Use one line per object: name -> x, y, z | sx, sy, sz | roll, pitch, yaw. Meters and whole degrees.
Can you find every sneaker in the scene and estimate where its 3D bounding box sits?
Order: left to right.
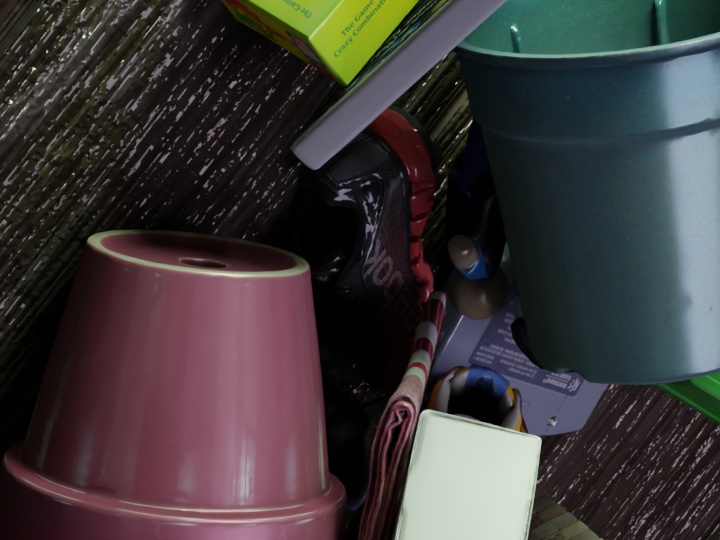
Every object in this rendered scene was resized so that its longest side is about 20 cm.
sneaker -> -0.033, 0.071, 1.614 | 0.074, 0.081, 0.200 | -41, 140, -17
sneaker -> 0.000, 0.000, 1.605 | 0.098, 0.071, 0.201 | -28, 133, -31
sneaker -> 0.075, 0.094, 1.636 | 0.200, 0.074, 0.091 | -70, 177, -69

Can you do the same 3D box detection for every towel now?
towel -> 0.019, 0.104, 1.529 | 0.200, 0.023, 0.145 | -69, 173, -71

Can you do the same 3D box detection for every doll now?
doll -> 0.077, -0.051, 1.623 | 0.137, 0.048, 0.201 | -72, 170, -51

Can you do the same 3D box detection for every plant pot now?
plant pot -> -0.100, 0.076, 1.475 | 0.199, 0.199, 0.180 | -3, 103, -45
plant pot -> 0.158, -0.052, 1.468 | 0.199, 0.200, 0.197 | -21, 111, -35

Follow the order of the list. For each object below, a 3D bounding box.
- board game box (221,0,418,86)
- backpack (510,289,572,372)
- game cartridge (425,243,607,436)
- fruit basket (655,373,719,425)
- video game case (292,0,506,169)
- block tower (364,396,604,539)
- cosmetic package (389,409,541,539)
board game box -> 0.016, -0.207, 1.442 | 0.200, 0.101, 0.048 | -49, 139, -8
backpack -> 0.173, 0.000, 1.664 | 0.200, 0.166, 0.128 | 6, 82, -58
game cartridge -> 0.112, 0.046, 1.787 | 0.200, 0.041, 0.134 | 20, 99, -51
fruit basket -> 0.290, 0.012, 1.897 | 0.216, 0.155, 0.216 | -59, -175, 8
video game case -> 0.057, -0.159, 1.436 | 0.200, 0.023, 0.182 | -39, -167, 42
block tower -> 0.077, 0.157, 1.699 | 0.054, 0.200, 0.058 | -21, 136, -36
cosmetic package -> 0.048, 0.175, 1.484 | 0.200, 0.071, 0.106 | 100, 2, -60
